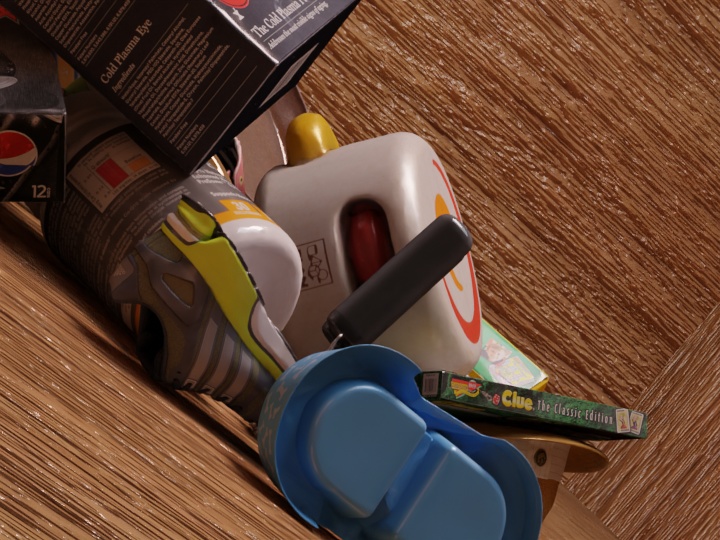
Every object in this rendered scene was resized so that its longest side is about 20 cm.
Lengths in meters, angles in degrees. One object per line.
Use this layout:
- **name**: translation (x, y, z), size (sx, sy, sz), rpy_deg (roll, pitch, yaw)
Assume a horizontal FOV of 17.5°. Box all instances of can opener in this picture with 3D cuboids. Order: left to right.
- **can opener**: translation (0.003, 0.046, 1.555), size (0.066, 0.200, 0.053), rpy_deg (43, -15, 1)

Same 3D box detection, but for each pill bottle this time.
- **pill bottle**: translation (-0.136, -0.028, 1.514), size (0.200, 0.117, 0.116), rpy_deg (42, 2, 37)

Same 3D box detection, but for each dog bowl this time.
- **dog bowl**: translation (0.020, 0.122, 1.392), size (0.200, 0.112, 0.050), rpy_deg (40, -12, -26)

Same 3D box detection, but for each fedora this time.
- **fedora**: translation (0.081, 0.155, 1.678), size (0.199, 0.082, 0.201), rpy_deg (6, -9, 1)

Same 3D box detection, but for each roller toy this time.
- **roller toy**: translation (0.000, 0.000, 1.692), size (0.183, 0.139, 0.201), rpy_deg (-88, 160, -52)

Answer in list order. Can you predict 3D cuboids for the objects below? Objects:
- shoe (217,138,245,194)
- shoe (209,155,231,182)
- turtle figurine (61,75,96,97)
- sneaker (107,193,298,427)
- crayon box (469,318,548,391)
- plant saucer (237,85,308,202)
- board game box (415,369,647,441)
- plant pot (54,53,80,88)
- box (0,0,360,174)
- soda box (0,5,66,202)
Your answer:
- **shoe**: translation (-0.111, -0.029, 1.712), size (0.091, 0.071, 0.201), rpy_deg (110, -39, -53)
- **shoe**: translation (-0.116, -0.014, 1.621), size (0.053, 0.070, 0.201), rpy_deg (-2, 68, -52)
- **turtle figurine**: translation (-0.211, -0.133, 1.681), size (0.194, 0.143, 0.201), rpy_deg (65, 25, -47)
- **sneaker**: translation (-0.089, 0.049, 1.410), size (0.201, 0.081, 0.074), rpy_deg (63, -9, -32)
- **crayon box**: translation (0.049, 0.093, 1.988), size (0.200, 0.058, 0.173), rpy_deg (41, -40, 21)
- **plant saucer**: translation (-0.093, -0.118, 1.852), size (0.200, 0.034, 0.201), rpy_deg (51, 27, -38)
- **board game box**: translation (0.096, 0.096, 1.639), size (0.199, 0.024, 0.104), rpy_deg (14, -10, -39)
- **plant pot**: translation (-0.243, -0.226, 1.815), size (0.199, 0.201, 0.180), rpy_deg (16, 37, 16)
- **box**: translation (-0.114, -0.187, 1.524), size (0.182, 0.104, 0.200), rpy_deg (41, 29, 0)
- **soda box**: translation (-0.230, -0.116, 1.487), size (0.070, 0.064, 0.200), rpy_deg (0, 29, -14)
